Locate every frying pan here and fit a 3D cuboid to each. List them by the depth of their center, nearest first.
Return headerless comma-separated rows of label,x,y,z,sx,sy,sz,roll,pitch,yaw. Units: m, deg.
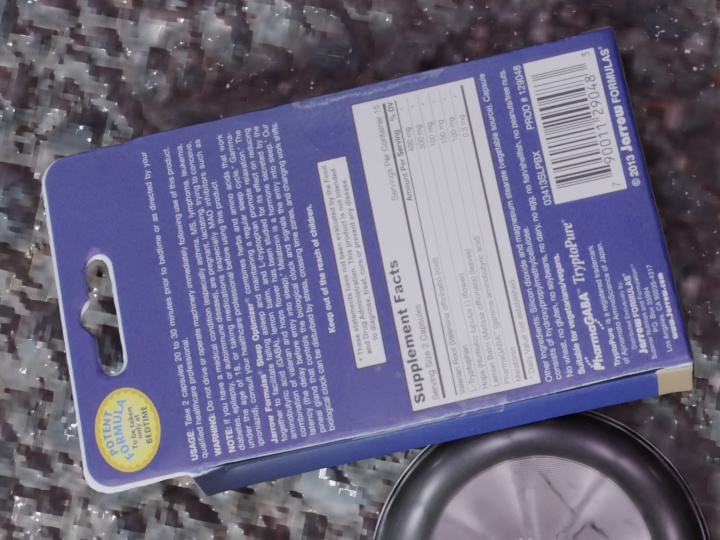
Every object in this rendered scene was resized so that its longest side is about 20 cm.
frying pan,0.022,0.105,0.823,0.188,0.031,0.116,-8,79,2

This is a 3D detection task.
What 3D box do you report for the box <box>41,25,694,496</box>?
box,0.000,0.000,0.830,0.198,0.032,0.122,-12,70,3
